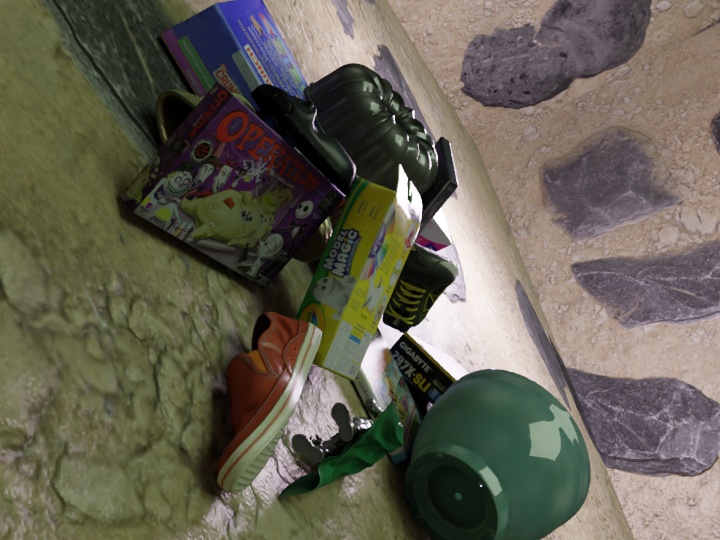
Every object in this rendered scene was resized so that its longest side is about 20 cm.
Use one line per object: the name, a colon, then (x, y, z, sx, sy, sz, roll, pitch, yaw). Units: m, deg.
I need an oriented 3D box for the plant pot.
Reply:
plant pot: (0.133, 0.225, 0.954, 0.134, 0.200, 0.201, -23, 86, -48)

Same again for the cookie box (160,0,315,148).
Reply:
cookie box: (-0.126, -0.220, 0.994, 0.172, 0.075, 0.200, 60, 15, -13)

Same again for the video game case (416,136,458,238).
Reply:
video game case: (0.058, -0.070, 1.144, 0.019, 0.200, 0.143, 31, 26, -16)

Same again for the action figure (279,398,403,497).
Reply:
action figure: (-0.003, 0.154, 0.781, 0.055, 0.118, 0.200, 55, 4, 18)

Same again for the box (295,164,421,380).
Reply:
box: (0.000, 0.000, 0.841, 0.048, 0.201, 0.117, 23, -7, 19)

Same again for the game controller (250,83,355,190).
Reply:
game controller: (-0.057, -0.127, 0.811, 0.105, 0.042, 0.200, 56, -1, -18)

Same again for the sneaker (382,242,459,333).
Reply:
sneaker: (0.069, 0.029, 1.069, 0.074, 0.085, 0.200, 26, -15, 7)

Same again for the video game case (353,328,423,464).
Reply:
video game case: (0.015, 0.114, 1.025, 0.201, 0.018, 0.143, 63, 15, -1)

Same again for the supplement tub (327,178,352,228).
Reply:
supplement tub: (-0.002, -0.059, 1.081, 0.107, 0.107, 0.200, 56, 17, -26)

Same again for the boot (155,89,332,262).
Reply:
boot: (-0.110, -0.086, 0.835, 0.200, 0.072, 0.155, 57, 14, -1)

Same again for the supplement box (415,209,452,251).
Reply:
supplement box: (0.051, -0.108, 1.346, 0.200, 0.101, 0.104, 46, 23, -47)

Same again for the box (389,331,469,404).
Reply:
box: (0.133, 0.166, 1.158, 0.160, 0.049, 0.200, 45, 6, 28)

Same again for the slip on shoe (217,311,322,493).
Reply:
slip on shoe: (-0.080, 0.096, 0.675, 0.061, 0.074, 0.200, 26, 29, -5)

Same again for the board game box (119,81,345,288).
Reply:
board game box: (-0.100, -0.063, 0.744, 0.032, 0.120, 0.200, 38, 1, 31)

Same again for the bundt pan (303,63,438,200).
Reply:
bundt pan: (0.025, -0.170, 1.062, 0.202, 0.076, 0.202, 46, 21, -23)
